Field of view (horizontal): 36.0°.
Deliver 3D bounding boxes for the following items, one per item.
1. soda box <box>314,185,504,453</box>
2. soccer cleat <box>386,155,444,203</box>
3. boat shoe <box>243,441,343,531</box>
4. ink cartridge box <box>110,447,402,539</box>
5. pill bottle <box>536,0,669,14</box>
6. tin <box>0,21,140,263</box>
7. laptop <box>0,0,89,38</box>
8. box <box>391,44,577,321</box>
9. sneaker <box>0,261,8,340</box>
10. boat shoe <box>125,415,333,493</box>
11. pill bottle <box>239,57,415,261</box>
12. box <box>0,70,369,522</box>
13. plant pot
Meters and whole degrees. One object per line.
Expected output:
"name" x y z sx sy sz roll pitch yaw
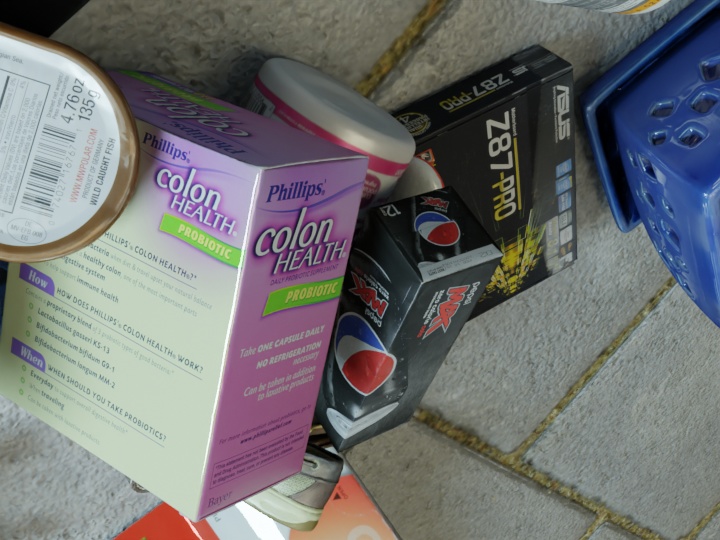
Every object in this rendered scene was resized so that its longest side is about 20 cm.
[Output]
"soda box" 0.020 0.038 0.743 0.070 0.063 0.201 -18 149 -31
"soccer cleat" 0.000 0.000 0.794 0.085 0.069 0.200 -37 167 -43
"boat shoe" -0.103 0.107 0.784 0.066 0.200 0.072 -57 -178 -2
"ink cartridge box" -0.082 0.226 0.893 0.199 0.163 0.050 -36 179 -12
"pill bottle" 0.121 -0.231 0.707 0.199 0.116 0.117 -3 124 -37
"tin" -0.203 -0.073 0.528 0.199 0.042 0.113 17 87 -14
"laptop" -0.166 -0.230 0.507 0.177 0.103 0.201 25 80 -46
"box" 0.095 -0.056 0.876 0.161 0.049 0.201 -28 134 -19
"sneaker" -0.247 0.040 0.669 0.199 0.078 0.066 -5 124 -36
"boat shoe" -0.087 0.131 0.847 0.199 0.060 0.072 -20 154 -4
"pill bottle" -0.058 -0.027 0.733 0.113 0.113 0.201 14 114 -43
"box" -0.109 0.005 0.637 0.096 0.175 0.201 -15 122 -53
"plant pot" 0.301 -0.103 0.900 0.200 0.180 0.200 -39 137 -5
